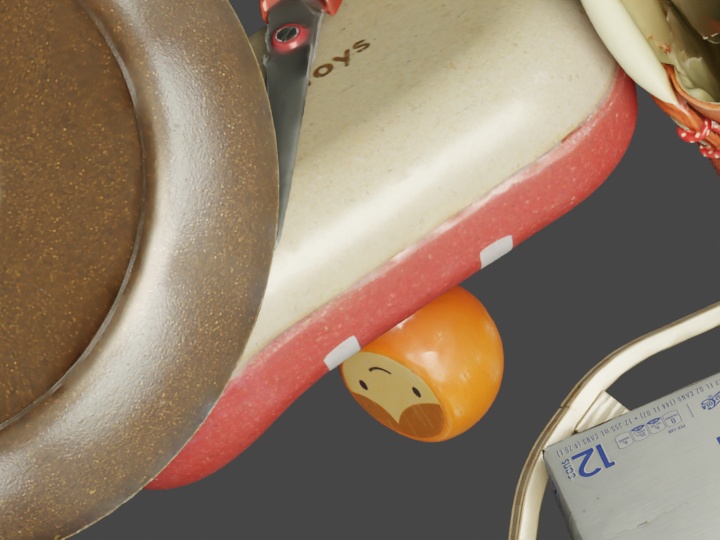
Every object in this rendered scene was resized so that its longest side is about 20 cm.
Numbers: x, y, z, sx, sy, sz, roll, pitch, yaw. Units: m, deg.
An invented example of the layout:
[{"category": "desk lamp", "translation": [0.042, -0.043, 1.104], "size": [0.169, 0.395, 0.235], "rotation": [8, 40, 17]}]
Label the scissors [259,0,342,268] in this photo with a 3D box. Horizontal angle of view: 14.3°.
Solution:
[{"category": "scissors", "translation": [-0.024, -0.073, 0.843], "size": [0.073, 0.014, 0.200], "rotation": [2, 49, 24]}]

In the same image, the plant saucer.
[{"category": "plant saucer", "translation": [-0.121, -0.020, 0.778], "size": [0.199, 0.032, 0.201], "rotation": [-2, 82, 14]}]

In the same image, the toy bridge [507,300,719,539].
[{"category": "toy bridge", "translation": [0.093, 0.061, 0.908], "size": [0.067, 0.027, 0.200], "rotation": [37, 84, -3]}]

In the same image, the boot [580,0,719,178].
[{"category": "boot", "translation": [0.119, -0.048, 0.832], "size": [0.075, 0.107, 0.200], "rotation": [-27, 112, 23]}]

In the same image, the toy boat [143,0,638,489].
[{"category": "toy boat", "translation": [0.000, 0.000, 0.867], "size": [0.200, 0.131, 0.131], "rotation": [-34, 121, -6]}]

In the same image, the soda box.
[{"category": "soda box", "translation": [0.160, 0.055, 0.844], "size": [0.199, 0.068, 0.064], "rotation": [-24, 127, 1]}]
